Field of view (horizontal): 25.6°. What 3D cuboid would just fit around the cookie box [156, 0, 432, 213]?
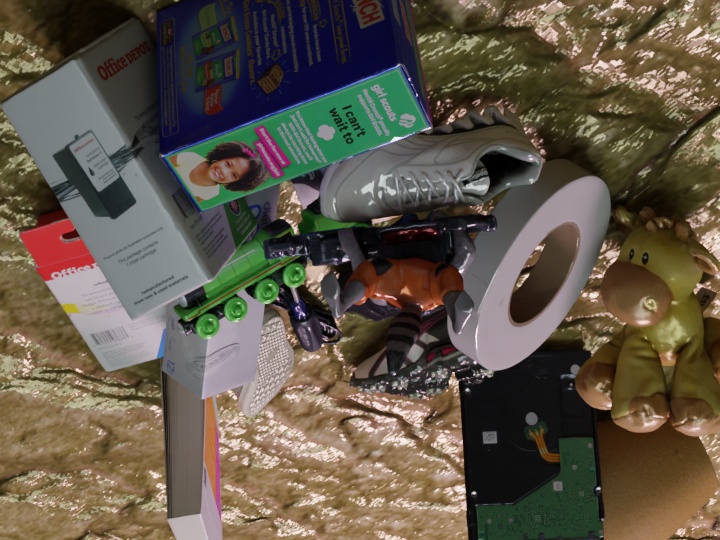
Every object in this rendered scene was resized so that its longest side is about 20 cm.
[{"bbox_3d":[-0.055,-0.158,1.235,0.198,0.172,0.075,-19,138,14],"label":"cookie box"}]

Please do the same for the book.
[{"bbox_3d":[-0.161,0.198,1.575,0.047,0.201,0.134,-9,137,2],"label":"book"}]

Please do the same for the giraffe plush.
[{"bbox_3d":[0.283,0.031,1.481,0.171,0.201,0.163,4,137,25],"label":"giraffe plush"}]

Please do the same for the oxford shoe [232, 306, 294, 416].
[{"bbox_3d":[-0.107,0.081,1.561,0.058,0.075,0.201,34,157,18],"label":"oxford shoe"}]

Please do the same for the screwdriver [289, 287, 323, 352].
[{"bbox_3d":[-0.065,0.017,1.469,0.029,0.028,0.201,21,153,27],"label":"screwdriver"}]

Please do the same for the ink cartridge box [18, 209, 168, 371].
[{"bbox_3d":[-0.221,-0.004,1.452,0.115,0.068,0.201,-15,136,8],"label":"ink cartridge box"}]

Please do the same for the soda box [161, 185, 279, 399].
[{"bbox_3d":[-0.126,0.008,1.415,0.068,0.063,0.202,-15,123,-42],"label":"soda box"}]

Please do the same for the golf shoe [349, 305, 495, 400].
[{"bbox_3d":[0.064,0.077,1.575,0.077,0.089,0.199,13,158,-37],"label":"golf shoe"}]

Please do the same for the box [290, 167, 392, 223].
[{"bbox_3d":[-0.013,-0.121,1.377,0.118,0.042,0.201,-14,134,7],"label":"box"}]

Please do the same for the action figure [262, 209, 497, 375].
[{"bbox_3d":[0.015,0.013,1.304,0.198,0.194,0.106,-5,100,10],"label":"action figure"}]

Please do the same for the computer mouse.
[{"bbox_3d":[0.000,0.000,1.503,0.199,0.046,0.140,-21,140,31],"label":"computer mouse"}]

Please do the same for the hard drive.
[{"bbox_3d":[0.173,0.184,1.611,0.138,0.202,0.038,-2,165,-6],"label":"hard drive"}]

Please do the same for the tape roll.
[{"bbox_3d":[0.153,-0.004,1.430,0.202,0.037,0.204,-38,147,-31],"label":"tape roll"}]

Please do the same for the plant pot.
[{"bbox_3d":[0.276,0.238,1.707,0.198,0.187,0.187,-25,136,-1],"label":"plant pot"}]

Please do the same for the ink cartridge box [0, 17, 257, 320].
[{"bbox_3d":[-0.180,-0.084,1.262,0.082,0.147,0.201,-25,102,20],"label":"ink cartridge box"}]

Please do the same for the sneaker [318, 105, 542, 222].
[{"bbox_3d":[0.061,-0.083,1.338,0.198,0.081,0.076,-18,126,-15],"label":"sneaker"}]

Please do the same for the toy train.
[{"bbox_3d":[-0.076,-0.009,1.366,0.199,0.042,0.057,-30,119,-18],"label":"toy train"}]
